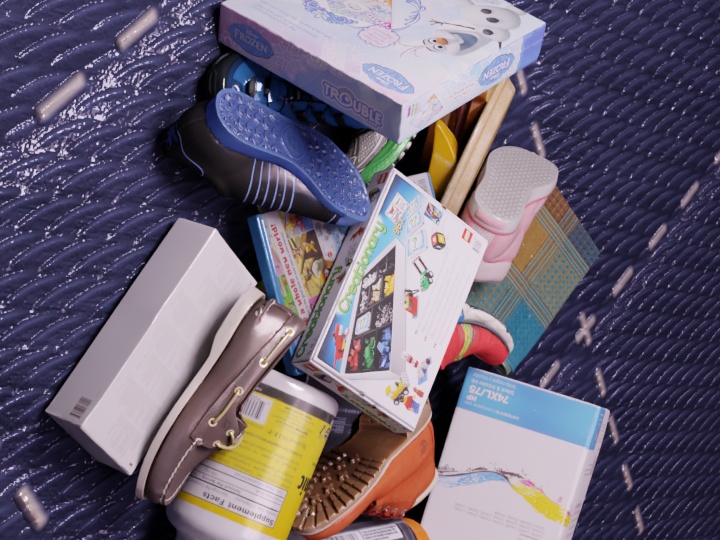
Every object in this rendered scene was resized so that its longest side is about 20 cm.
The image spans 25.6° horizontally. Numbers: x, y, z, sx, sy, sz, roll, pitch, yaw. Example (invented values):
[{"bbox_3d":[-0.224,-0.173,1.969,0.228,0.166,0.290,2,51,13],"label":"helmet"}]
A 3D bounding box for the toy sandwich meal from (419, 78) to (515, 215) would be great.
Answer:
[{"bbox_3d":[0.088,-0.124,1.544,0.205,0.070,0.206,26,90,-87],"label":"toy sandwich meal"}]

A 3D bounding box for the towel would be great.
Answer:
[{"bbox_3d":[0.172,-0.004,1.711,0.200,0.022,0.147,-50,117,-29],"label":"towel"}]

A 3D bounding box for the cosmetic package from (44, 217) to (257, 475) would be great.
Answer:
[{"bbox_3d":[-0.172,0.062,1.316,0.200,0.051,0.083,-57,139,-21],"label":"cosmetic package"}]

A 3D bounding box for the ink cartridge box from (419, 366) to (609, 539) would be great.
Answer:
[{"bbox_3d":[0.162,0.220,1.670,0.147,0.146,0.201,29,78,-76],"label":"ink cartridge box"}]

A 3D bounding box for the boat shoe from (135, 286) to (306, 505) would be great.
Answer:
[{"bbox_3d":[-0.118,0.113,1.323,0.200,0.059,0.072,-59,174,-6],"label":"boat shoe"}]

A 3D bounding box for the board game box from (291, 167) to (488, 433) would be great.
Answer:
[{"bbox_3d":[0.030,0.026,1.406,0.126,0.035,0.200,36,64,-27],"label":"board game box"}]

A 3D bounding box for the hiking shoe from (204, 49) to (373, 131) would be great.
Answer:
[{"bbox_3d":[-0.034,-0.159,1.356,0.199,0.087,0.075,-1,92,-31],"label":"hiking shoe"}]

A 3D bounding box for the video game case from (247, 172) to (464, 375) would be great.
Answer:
[{"bbox_3d":[0.000,0.000,1.422,0.200,0.018,0.144,-16,93,-37],"label":"video game case"}]

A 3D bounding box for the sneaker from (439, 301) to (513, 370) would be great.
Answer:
[{"bbox_3d":[0.077,0.068,1.562,0.200,0.077,0.085,26,83,-50],"label":"sneaker"}]

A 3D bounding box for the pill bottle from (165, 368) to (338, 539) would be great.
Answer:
[{"bbox_3d":[-0.104,0.187,1.393,0.111,0.111,0.201,33,77,-50],"label":"pill bottle"}]

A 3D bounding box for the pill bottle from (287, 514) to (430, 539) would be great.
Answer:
[{"bbox_3d":[-0.014,0.287,1.541,0.200,0.106,0.107,1,101,-51],"label":"pill bottle"}]

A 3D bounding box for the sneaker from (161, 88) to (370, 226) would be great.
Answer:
[{"bbox_3d":[-0.078,-0.086,1.345,0.200,0.078,0.070,32,46,-39],"label":"sneaker"}]

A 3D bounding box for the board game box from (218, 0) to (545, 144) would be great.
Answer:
[{"bbox_3d":[0.019,-0.202,1.344,0.199,0.200,0.043,-33,145,-40],"label":"board game box"}]

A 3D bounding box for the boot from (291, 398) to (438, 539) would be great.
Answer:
[{"bbox_3d":[0.010,0.209,1.496,0.200,0.075,0.108,-38,128,-40],"label":"boot"}]

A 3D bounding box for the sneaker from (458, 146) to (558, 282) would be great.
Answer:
[{"bbox_3d":[0.141,-0.055,1.644,0.200,0.075,0.105,-50,164,-58],"label":"sneaker"}]

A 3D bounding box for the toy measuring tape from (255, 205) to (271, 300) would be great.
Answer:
[{"bbox_3d":[-0.080,0.001,1.418,0.073,0.073,0.201,-29,101,-42],"label":"toy measuring tape"}]

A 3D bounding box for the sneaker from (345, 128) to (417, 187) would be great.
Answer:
[{"bbox_3d":[0.017,-0.163,1.473,0.085,0.078,0.201,26,87,-15],"label":"sneaker"}]

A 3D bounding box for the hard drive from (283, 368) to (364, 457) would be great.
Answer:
[{"bbox_3d":[-0.019,0.095,1.522,0.135,0.042,0.201,12,92,-52],"label":"hard drive"}]
